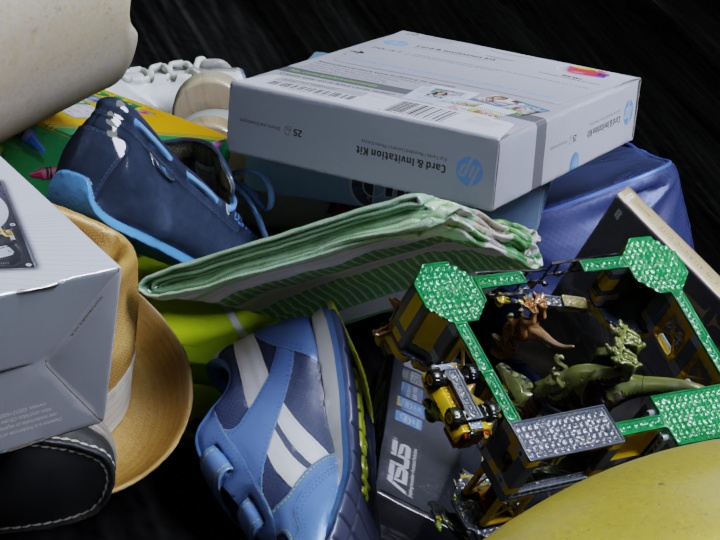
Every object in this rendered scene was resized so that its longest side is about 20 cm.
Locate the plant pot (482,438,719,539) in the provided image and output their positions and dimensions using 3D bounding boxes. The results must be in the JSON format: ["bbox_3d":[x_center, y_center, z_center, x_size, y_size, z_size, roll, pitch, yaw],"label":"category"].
[{"bbox_3d":[0.101,0.173,0.859,0.141,0.201,0.200,0,31,-26],"label":"plant pot"}]

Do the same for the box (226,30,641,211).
[{"bbox_3d":[0.044,-0.085,1.104,0.155,0.042,0.200,14,21,24],"label":"box"}]

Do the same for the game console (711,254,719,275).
[{"bbox_3d":[0.262,0.053,1.294,0.175,0.201,0.116,4,32,-48],"label":"game console"}]

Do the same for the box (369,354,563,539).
[{"bbox_3d":[0.075,0.123,1.112,0.160,0.049,0.200,25,22,-5],"label":"box"}]

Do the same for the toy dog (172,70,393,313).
[{"bbox_3d":[-0.060,-0.027,1.271,0.200,0.096,0.132,46,19,4],"label":"toy dog"}]

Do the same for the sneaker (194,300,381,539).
[{"bbox_3d":[-0.035,0.106,0.979,0.082,0.074,0.201,-11,44,7],"label":"sneaker"}]

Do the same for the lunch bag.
[{"bbox_3d":[0.137,0.007,1.265,0.135,0.133,0.200,-18,11,-1],"label":"lunch bag"}]

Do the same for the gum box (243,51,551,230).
[{"bbox_3d":[0.034,-0.081,1.224,0.168,0.045,0.200,9,17,7],"label":"gum box"}]

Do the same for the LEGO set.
[{"bbox_3d":[0.091,0.074,1.019,0.199,0.116,0.154,-15,59,-38],"label":"LEGO set"}]

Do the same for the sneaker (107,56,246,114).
[{"bbox_3d":[-0.121,-0.106,1.344,0.199,0.088,0.075,20,24,-17],"label":"sneaker"}]

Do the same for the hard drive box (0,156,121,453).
[{"bbox_3d":[-0.214,-0.002,0.816,0.155,0.077,0.200,-15,38,-37],"label":"hard drive box"}]

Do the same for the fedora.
[{"bbox_3d":[-0.164,0.022,0.951,0.199,0.082,0.201,16,35,-12],"label":"fedora"}]

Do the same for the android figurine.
[{"bbox_3d":[-0.101,0.033,1.111,0.199,0.041,0.182,11,26,-32],"label":"android figurine"}]

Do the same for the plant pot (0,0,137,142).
[{"bbox_3d":[-0.220,-0.131,1.032,0.183,0.202,0.200,-24,50,-31],"label":"plant pot"}]

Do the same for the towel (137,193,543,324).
[{"bbox_3d":[0.000,0.000,1.020,0.200,0.151,0.024,13,63,-70],"label":"towel"}]

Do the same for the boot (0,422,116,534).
[{"bbox_3d":[-0.175,0.108,0.796,0.199,0.074,0.151,9,27,-30],"label":"boot"}]

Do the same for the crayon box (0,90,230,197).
[{"bbox_3d":[-0.188,-0.075,1.168,0.199,0.059,0.119,21,16,17],"label":"crayon box"}]

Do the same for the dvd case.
[{"bbox_3d":[0.180,0.071,1.106,0.200,0.149,0.016,46,51,15],"label":"dvd case"}]

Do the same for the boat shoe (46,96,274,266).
[{"bbox_3d":[-0.085,-0.035,1.059,0.084,0.069,0.200,19,-5,19],"label":"boat shoe"}]
